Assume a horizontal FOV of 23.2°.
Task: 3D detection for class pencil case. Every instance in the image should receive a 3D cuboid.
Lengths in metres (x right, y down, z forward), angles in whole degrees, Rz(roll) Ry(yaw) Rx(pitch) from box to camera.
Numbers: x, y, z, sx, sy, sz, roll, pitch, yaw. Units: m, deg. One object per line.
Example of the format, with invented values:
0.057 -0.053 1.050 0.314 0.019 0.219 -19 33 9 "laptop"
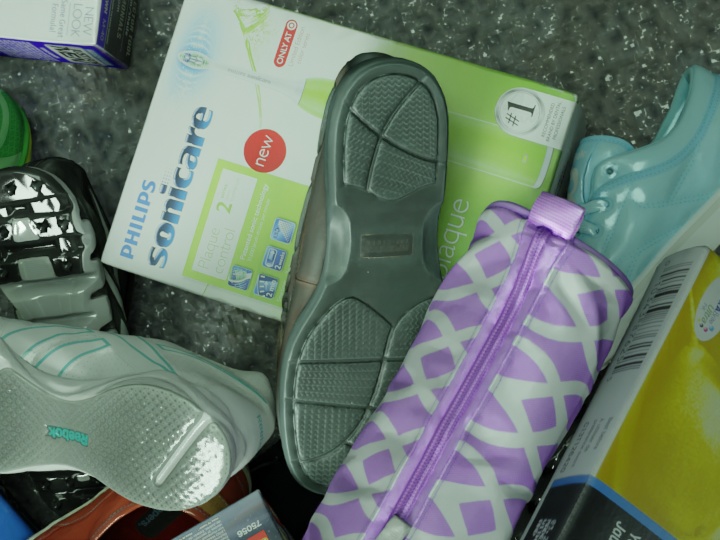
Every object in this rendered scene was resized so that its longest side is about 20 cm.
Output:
0.040 0.068 0.740 0.084 0.086 0.200 22 75 25 "pencil case"

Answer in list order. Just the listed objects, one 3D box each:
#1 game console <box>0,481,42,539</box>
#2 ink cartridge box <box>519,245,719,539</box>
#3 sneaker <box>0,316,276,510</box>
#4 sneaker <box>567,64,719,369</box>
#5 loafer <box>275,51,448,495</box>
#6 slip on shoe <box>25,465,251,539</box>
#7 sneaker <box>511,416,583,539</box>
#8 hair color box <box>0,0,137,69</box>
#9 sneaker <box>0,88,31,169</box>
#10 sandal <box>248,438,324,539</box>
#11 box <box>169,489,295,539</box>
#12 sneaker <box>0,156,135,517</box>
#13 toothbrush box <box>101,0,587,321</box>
-0.273 0.116 0.907 0.200 0.171 0.118 -23 41 8 "game console"
0.173 0.127 0.763 0.200 0.047 0.198 37 64 -12 "ink cartridge box"
-0.131 0.059 0.817 0.200 0.080 0.071 14 109 23 "sneaker"
0.118 -0.017 0.836 0.082 0.074 0.200 44 73 2 "sneaker"
0.000 0.000 0.796 0.072 0.063 0.200 6 103 -17 "loafer"
-0.131 0.157 0.846 0.074 0.061 0.200 43 110 -15 "slip on shoe"
0.086 0.104 0.837 0.200 0.079 0.076 -11 94 -12 "sneaker"
-0.217 -0.173 0.926 0.200 0.065 0.110 6 86 9 "hair color box"
-0.233 -0.047 0.862 0.074 0.200 0.084 14 127 26 "sneaker"
-0.053 0.131 0.881 0.076 0.043 0.200 43 94 10 "sandal"
-0.105 0.193 0.815 0.200 0.137 0.040 -29 55 -3 "box"
-0.142 0.031 0.894 0.066 0.091 0.200 -6 110 11 "sneaker"
-0.005 -0.040 0.866 0.200 0.086 0.146 18 90 12 "toothbrush box"
